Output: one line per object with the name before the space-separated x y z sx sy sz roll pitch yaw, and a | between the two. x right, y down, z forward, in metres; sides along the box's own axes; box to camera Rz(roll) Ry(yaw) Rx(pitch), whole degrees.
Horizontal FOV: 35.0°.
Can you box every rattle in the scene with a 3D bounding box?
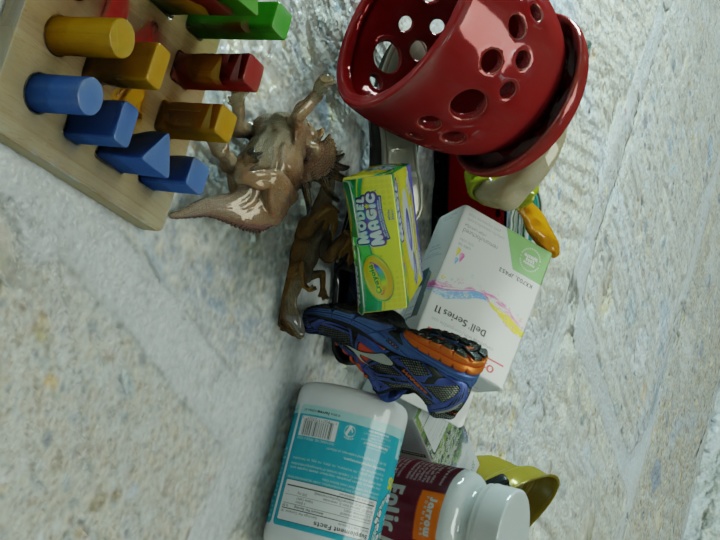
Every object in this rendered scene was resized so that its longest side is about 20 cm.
rattle | 0.211 -0.132 1.180 0.201 0.142 0.130 -57 -172 -4

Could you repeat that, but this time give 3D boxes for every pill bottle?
pill bottle | 0.065 0.254 1.173 0.114 0.199 0.115 -21 114 -59
pill bottle | -0.028 0.215 1.087 0.111 0.110 0.201 36 65 -59

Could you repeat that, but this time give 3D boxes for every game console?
game console | 0.149 -0.107 1.337 0.172 0.118 0.202 -17 111 -60

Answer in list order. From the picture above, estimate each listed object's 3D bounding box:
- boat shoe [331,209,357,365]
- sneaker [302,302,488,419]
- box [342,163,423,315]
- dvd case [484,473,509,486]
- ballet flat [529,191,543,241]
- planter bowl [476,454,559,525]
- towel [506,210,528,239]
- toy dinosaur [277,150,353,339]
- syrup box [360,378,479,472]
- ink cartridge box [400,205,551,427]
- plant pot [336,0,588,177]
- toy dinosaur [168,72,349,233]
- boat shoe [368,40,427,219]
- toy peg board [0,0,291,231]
boat shoe | 0.000 0.000 1.145 0.066 0.069 0.202 -17 118 -61
sneaker | 0.020 0.080 1.059 0.075 0.199 0.079 4 103 -52
box | 0.021 -0.033 1.015 0.200 0.048 0.118 -43 127 -77
dvd case | 0.089 0.325 1.301 0.199 0.018 0.143 -22 124 -13
ballet flat | 0.200 -0.122 1.498 0.070 0.069 0.201 -59 143 -37
planter bowl | 0.144 0.290 1.416 0.199 0.084 0.201 -27 148 -19
towel | 0.166 -0.048 1.360 0.200 0.030 0.150 -119 -147 -81
toy dinosaur | -0.041 -0.039 1.062 0.060 0.106 0.201 25 75 -29
syrup box | 0.067 0.189 1.289 0.079 0.081 0.201 -61 145 -33
ink cartridge box | 0.108 0.050 1.184 0.117 0.067 0.201 27 73 -16
plant pot | 0.105 -0.204 1.087 0.182 0.200 0.202 26 71 -30
toy dinosaur | -0.073 -0.082 0.971 0.200 0.085 0.136 -55 148 -33
boat shoe | 0.034 -0.144 1.194 0.066 0.057 0.202 3 90 -26
toy peg board | -0.143 -0.151 0.801 0.200 0.097 0.201 37 63 -58
